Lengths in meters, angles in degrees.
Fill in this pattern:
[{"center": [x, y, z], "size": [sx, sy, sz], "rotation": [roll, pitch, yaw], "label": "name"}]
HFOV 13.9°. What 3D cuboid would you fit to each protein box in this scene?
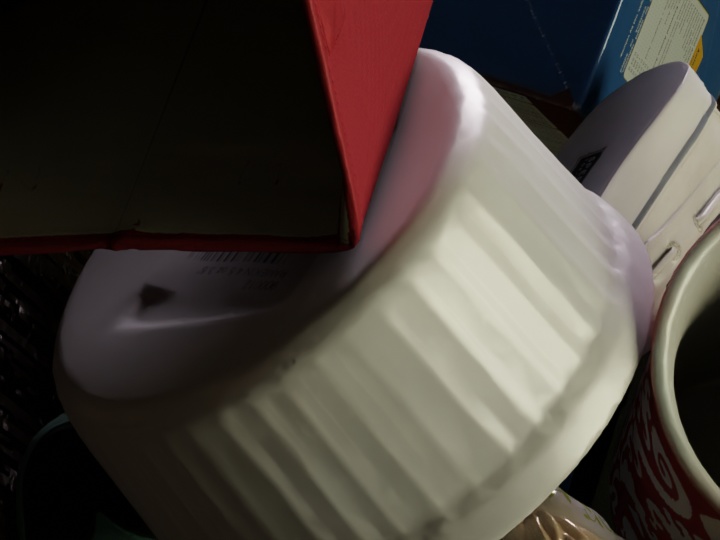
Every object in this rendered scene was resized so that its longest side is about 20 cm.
[{"center": [0.090, -0.156, 1.258], "size": [0.199, 0.135, 0.200], "rotation": [-69, 161, -3], "label": "protein box"}]

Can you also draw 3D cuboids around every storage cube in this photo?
[{"center": [-0.076, -0.129, 0.951], "size": [0.180, 0.171, 0.200], "rotation": [-73, 156, -47], "label": "storage cube"}]

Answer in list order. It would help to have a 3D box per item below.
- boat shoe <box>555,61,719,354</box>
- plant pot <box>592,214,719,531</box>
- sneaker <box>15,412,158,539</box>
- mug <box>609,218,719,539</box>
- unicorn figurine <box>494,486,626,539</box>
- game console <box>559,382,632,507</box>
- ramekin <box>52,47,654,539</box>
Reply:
[{"center": [0.086, 0.005, 1.093], "size": [0.065, 0.074, 0.200], "rotation": [52, 58, -19], "label": "boat shoe"}, {"center": [0.120, 0.028, 1.492], "size": [0.200, 0.177, 0.200], "rotation": [-87, -179, -56], "label": "plant pot"}, {"center": [-0.072, 0.147, 1.133], "size": [0.140, 0.078, 0.200], "rotation": [-7, 97, -73], "label": "sneaker"}, {"center": [0.175, 0.052, 1.058], "size": [0.134, 0.177, 0.200], "rotation": [61, -11, 13], "label": "mug"}, {"center": [0.053, 0.104, 1.030], "size": [0.074, 0.137, 0.200], "rotation": [-65, -171, -23], "label": "unicorn figurine"}, {"center": [0.031, 0.106, 1.186], "size": [0.118, 0.170, 0.200], "rotation": [28, -76, 63], "label": "game console"}, {"center": [-0.009, 0.016, 1.003], "size": [0.098, 0.200, 0.201], "rotation": [51, 35, -28], "label": "ramekin"}]
